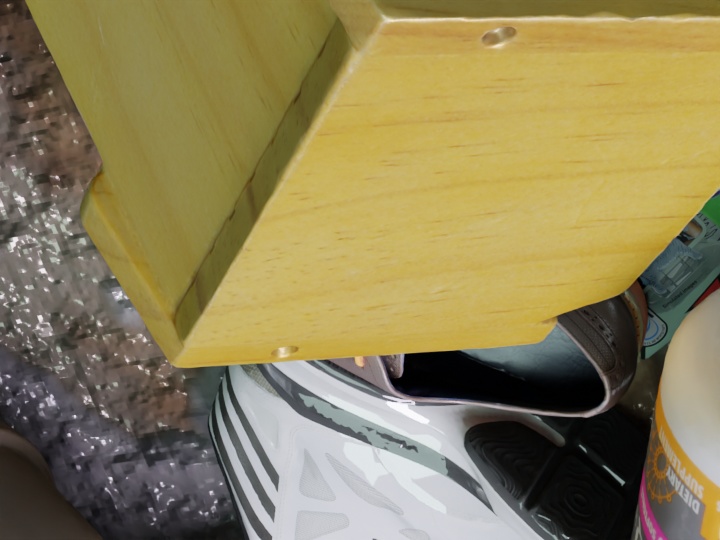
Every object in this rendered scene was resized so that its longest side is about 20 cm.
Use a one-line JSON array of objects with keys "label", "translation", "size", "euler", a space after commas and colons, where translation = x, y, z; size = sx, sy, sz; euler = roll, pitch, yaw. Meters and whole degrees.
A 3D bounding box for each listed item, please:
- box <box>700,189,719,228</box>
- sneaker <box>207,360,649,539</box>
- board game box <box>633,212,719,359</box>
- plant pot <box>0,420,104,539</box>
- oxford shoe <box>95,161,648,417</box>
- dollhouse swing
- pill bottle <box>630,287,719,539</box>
[{"label": "box", "translation": [0.180, -0.074, 0.717], "size": [0.117, 0.048, 0.200], "euler": [39, 125, -9]}, {"label": "sneaker", "translation": [0.032, 0.088, 0.888], "size": [0.200, 0.076, 0.115], "euler": [34, 131, 4]}, {"label": "board game box", "translation": [0.120, -0.074, 0.785], "size": [0.135, 0.029, 0.200], "euler": [41, 121, -11]}, {"label": "plant pot", "translation": [-0.141, 0.166, 0.866], "size": [0.173, 0.200, 0.200], "euler": [27, 126, 25]}, {"label": "oxford shoe", "translation": [0.000, 0.000, 0.795], "size": [0.200, 0.073, 0.071], "euler": [15, 112, 5]}, {"label": "dollhouse swing", "translation": [0.000, -0.093, 0.685], "size": [0.182, 0.176, 0.200], "euler": [-3, 154, -22]}, {"label": "pill bottle", "translation": [0.145, 0.106, 0.762], "size": [0.116, 0.116, 0.200], "euler": [11, 130, 9]}]
